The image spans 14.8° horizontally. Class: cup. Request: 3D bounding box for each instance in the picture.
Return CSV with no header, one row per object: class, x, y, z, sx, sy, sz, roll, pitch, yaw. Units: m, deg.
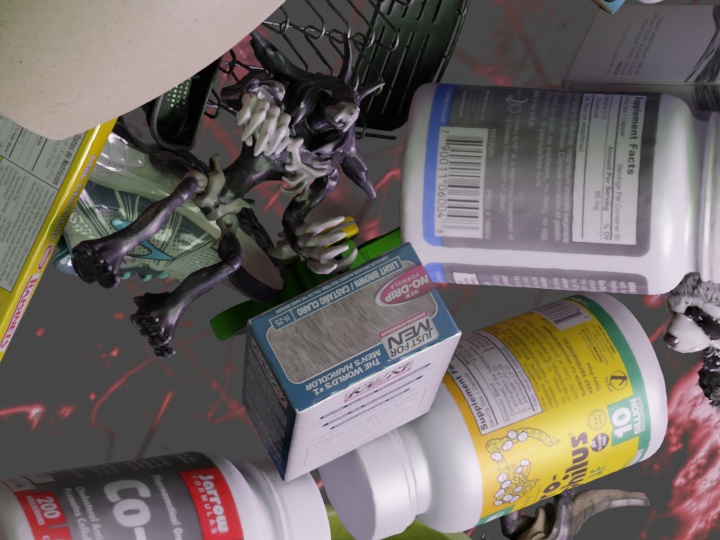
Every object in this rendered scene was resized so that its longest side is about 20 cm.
cup,-0.145,-0.149,1.350,0.200,0.200,0.143,31,99,-41

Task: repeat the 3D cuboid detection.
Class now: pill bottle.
pill bottle,0.127,-0.045,1.558,0.200,0.114,0.114,4,124,9
pill bottle,0.077,0.094,1.701,0.200,0.113,0.113,-19,127,-21
pill bottle,-0.125,0.166,1.619,0.200,0.114,0.114,-7,122,-28

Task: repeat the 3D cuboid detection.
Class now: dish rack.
dish rack,-0.022,-0.138,1.532,0.200,0.055,0.154,5,116,-34

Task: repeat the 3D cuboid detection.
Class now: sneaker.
sneaker,-0.128,-0.030,1.530,0.200,0.078,0.086,35,103,-32

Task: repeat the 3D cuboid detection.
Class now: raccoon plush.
raccoon plush,0.266,0.003,1.806,0.200,0.097,0.134,-46,124,-39

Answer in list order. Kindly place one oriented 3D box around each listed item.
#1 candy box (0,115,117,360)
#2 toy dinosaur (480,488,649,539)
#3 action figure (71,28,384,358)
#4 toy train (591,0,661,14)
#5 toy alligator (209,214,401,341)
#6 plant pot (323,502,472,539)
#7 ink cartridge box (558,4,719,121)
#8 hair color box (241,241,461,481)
candy box,-0.206,-0.033,1.458,0.200,0.102,0.026,-62,168,16
toy dinosaur,0.118,0.157,1.797,0.200,0.047,0.088,-35,109,-47
action figure,-0.051,-0.044,1.457,0.200,0.102,0.119,-44,117,-15
toy train,0.106,-0.212,1.525,0.087,0.114,0.200,-49,131,5
toy alligator,0.000,0.000,1.637,0.200,0.059,0.054,-26,170,-17
plant pot,0.005,0.279,1.742,0.200,0.200,0.190,-28,142,-14
ink cartridge box,0.231,-0.077,1.633,0.085,0.200,0.146,-65,148,-43
hair color box,-0.009,0.054,1.540,0.100,0.061,0.200,-26,169,-10
